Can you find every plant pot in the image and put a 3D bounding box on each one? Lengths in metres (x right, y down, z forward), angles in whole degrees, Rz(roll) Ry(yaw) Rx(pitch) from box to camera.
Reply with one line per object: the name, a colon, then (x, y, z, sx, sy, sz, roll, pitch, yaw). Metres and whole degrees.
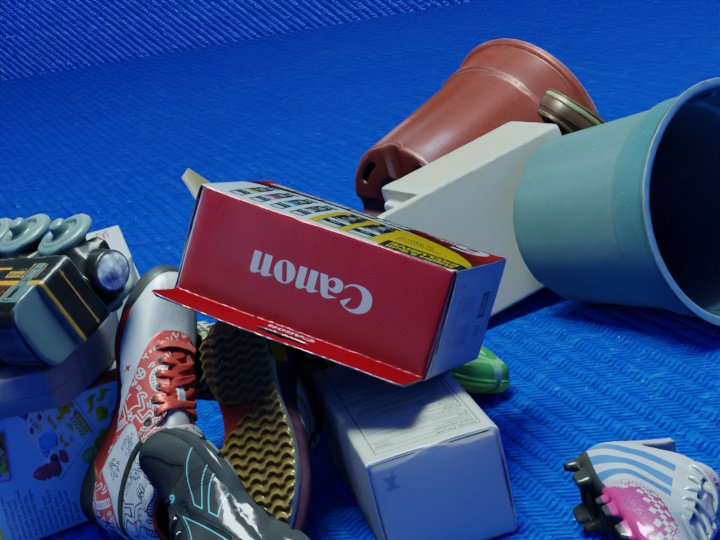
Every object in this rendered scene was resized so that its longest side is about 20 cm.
plant pot: (0.112, -0.102, 1.659, 0.201, 0.201, 0.195, 5, 33, 48)
plant pot: (0.243, -0.051, 1.378, 0.200, 0.200, 0.196, -25, 12, -33)

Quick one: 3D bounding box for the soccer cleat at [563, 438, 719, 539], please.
soccer cleat: (0.182, 0.144, 0.972, 0.086, 0.070, 0.200, -15, 16, -3)

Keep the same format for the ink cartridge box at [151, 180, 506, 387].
ink cartridge box: (-0.019, 0.004, 1.165, 0.200, 0.084, 0.176, 19, 10, 17)

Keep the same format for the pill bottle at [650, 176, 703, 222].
pill bottle: (0.368, -0.074, 1.462, 0.200, 0.111, 0.111, 1, 22, 42)

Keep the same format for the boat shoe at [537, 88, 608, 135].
boat shoe: (0.223, -0.092, 1.531, 0.068, 0.200, 0.072, -49, 39, -1)

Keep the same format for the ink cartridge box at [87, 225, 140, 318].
ink cartridge box: (-0.288, 0.063, 1.492, 0.200, 0.145, 0.145, -17, 16, -8)

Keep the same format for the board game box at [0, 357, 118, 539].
board game box: (-0.250, 0.140, 1.278, 0.200, 0.105, 0.103, -18, 16, -17)

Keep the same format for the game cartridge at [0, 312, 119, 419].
game cartridge: (-0.258, 0.069, 1.277, 0.133, 0.042, 0.200, -8, 16, 8)

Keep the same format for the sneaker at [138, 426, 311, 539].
sneaker: (-0.095, 0.170, 1.046, 0.079, 0.075, 0.200, -36, 45, -18)

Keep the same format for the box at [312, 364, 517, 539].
box: (0.034, 0.123, 1.149, 0.095, 0.078, 0.200, -15, 17, -7)

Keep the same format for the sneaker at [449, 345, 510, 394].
sneaker: (0.051, 0.029, 1.337, 0.074, 0.084, 0.200, 5, 30, -47)

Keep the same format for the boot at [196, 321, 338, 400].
boot: (-0.098, 0.068, 1.343, 0.154, 0.074, 0.204, 12, 6, -31)

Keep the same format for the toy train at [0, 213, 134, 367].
toy train: (-0.257, 0.018, 1.230, 0.200, 0.085, 0.114, -1, 40, 46)

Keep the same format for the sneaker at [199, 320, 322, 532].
sneaker: (-0.057, 0.124, 1.168, 0.075, 0.090, 0.200, -24, 53, 22)

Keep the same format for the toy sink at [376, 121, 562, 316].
toy sink: (0.098, -0.035, 1.495, 0.200, 0.130, 0.112, -29, 16, -15)

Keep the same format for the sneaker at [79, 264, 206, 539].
sneaker: (-0.135, 0.102, 1.192, 0.067, 0.202, 0.108, 16, -2, -42)

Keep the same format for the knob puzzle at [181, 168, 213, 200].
knob puzzle: (-0.059, 0.011, 1.364, 0.030, 0.220, 0.220, -49, 14, 9)
